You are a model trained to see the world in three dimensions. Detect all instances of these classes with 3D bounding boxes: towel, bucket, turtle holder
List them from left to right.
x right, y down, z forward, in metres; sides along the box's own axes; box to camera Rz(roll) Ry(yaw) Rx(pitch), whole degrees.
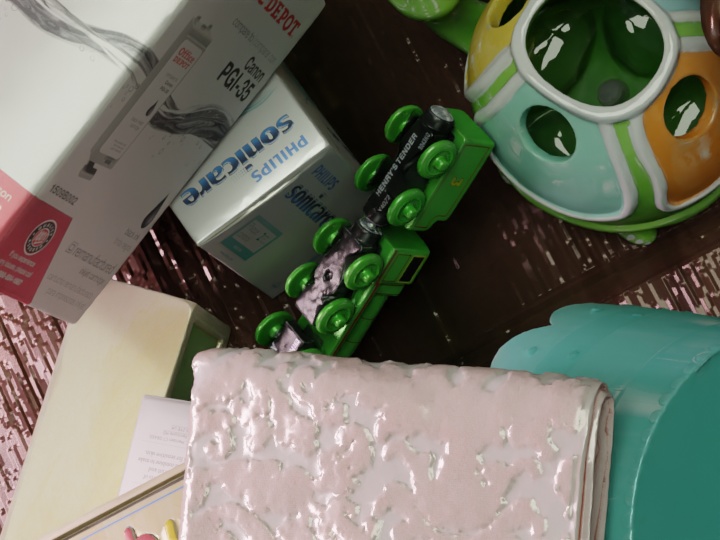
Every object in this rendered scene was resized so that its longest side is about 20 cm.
[{"bbox_3d":[0.006,0.133,1.058,0.200,0.032,0.192,4,86,28],"label":"towel"},{"bbox_3d":[0.113,-0.109,1.228,0.141,0.132,0.186,-32,74,5],"label":"turtle holder"},{"bbox_3d":[0.150,0.114,1.125,0.135,0.207,0.208,0,74,57],"label":"bucket"}]

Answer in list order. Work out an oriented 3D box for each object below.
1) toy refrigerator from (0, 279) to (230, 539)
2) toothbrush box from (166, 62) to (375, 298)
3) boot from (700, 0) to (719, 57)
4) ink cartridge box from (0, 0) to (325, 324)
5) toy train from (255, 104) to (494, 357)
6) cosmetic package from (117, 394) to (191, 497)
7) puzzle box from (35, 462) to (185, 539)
[{"bbox_3d":[-0.130,0.111,1.265,0.070,0.076,0.200,15,81,15],"label":"toy refrigerator"},{"bbox_3d":[-0.085,-0.097,1.262,0.085,0.146,0.200,-38,75,3],"label":"toothbrush box"},{"bbox_3d":[0.109,-0.167,1.155,0.200,0.064,0.187,0,55,27],"label":"boot"},{"bbox_3d":[-0.119,-0.086,1.115,0.083,0.147,0.200,38,90,16],"label":"ink cartridge box"},{"bbox_3d":[0.000,0.000,1.237,0.042,0.056,0.200,49,119,32],"label":"toy train"},{"bbox_3d":[-0.072,0.172,1.215,0.085,0.108,0.201,6,80,34],"label":"cosmetic package"},{"bbox_3d":[-0.114,0.177,1.160,0.200,0.025,0.133,-29,61,22],"label":"puzzle box"}]
